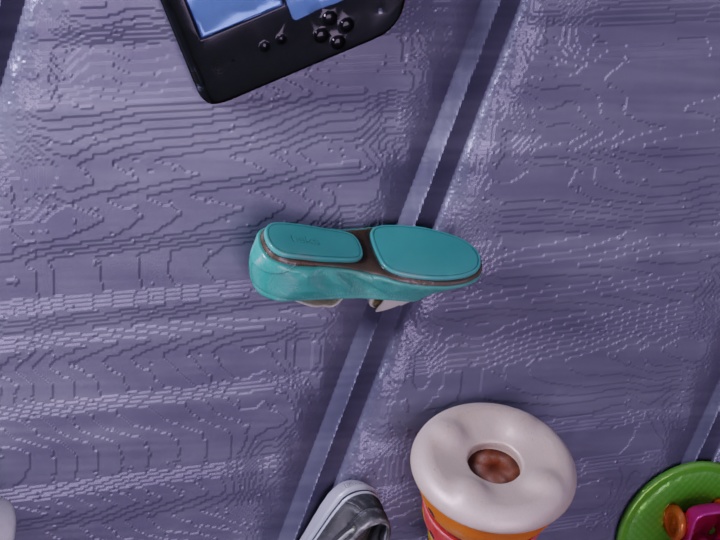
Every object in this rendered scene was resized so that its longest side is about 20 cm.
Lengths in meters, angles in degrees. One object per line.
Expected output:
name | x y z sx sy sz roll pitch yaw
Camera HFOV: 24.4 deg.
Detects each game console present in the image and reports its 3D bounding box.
game console | -0.069 -0.239 1.231 0.176 0.031 0.200 -26 121 -8

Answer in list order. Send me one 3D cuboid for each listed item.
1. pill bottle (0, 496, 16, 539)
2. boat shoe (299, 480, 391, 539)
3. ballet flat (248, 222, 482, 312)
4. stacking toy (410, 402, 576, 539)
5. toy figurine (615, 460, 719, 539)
pill bottle | -0.374 0.188 1.276 0.200 0.113 0.113 27 103 -29
boat shoe | -0.035 0.283 1.480 0.072 0.071 0.200 14 110 -27
ballet flat | 0.000 0.000 1.366 0.199 0.067 0.070 4 138 -23
stacking toy | 0.105 0.232 1.492 0.146 0.146 0.200 -7 132 -18
toy figurine | 0.345 0.313 1.577 0.150 0.184 0.201 -3 117 -20
